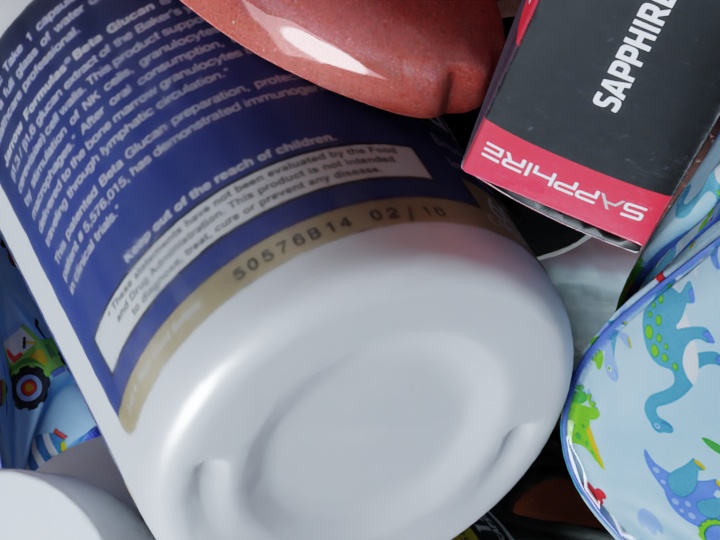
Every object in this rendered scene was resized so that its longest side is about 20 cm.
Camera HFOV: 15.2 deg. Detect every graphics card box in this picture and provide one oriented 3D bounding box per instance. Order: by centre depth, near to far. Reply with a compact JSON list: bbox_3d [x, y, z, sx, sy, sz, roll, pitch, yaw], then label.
[{"bbox_3d":[0.084,-0.111,0.551,0.051,0.126,0.200,24,144,-1],"label":"graphics card box"}]

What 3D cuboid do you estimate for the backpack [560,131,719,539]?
[{"bbox_3d":[0.138,0.011,0.629,0.163,0.154,0.200,43,159,-7],"label":"backpack"}]

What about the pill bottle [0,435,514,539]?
[{"bbox_3d":[-0.038,0.102,0.734,0.112,0.112,0.200,20,-178,32],"label":"pill bottle"}]

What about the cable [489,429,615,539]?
[{"bbox_3d":[0.099,0.092,0.773,0.200,0.097,0.050,-3,135,51],"label":"cable"}]

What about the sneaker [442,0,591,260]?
[{"bbox_3d":[0.000,0.000,0.764,0.073,0.112,0.200,49,145,-6],"label":"sneaker"}]

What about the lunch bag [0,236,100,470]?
[{"bbox_3d":[-0.150,-0.033,0.879,0.150,0.094,0.200,4,116,49],"label":"lunch bag"}]

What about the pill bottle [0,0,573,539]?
[{"bbox_3d":[-0.037,-0.025,0.681,0.111,0.111,0.200,91,155,-46],"label":"pill bottle"}]

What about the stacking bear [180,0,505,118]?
[{"bbox_3d":[0.013,-0.156,0.604,0.114,0.121,0.200,21,130,3],"label":"stacking bear"}]
